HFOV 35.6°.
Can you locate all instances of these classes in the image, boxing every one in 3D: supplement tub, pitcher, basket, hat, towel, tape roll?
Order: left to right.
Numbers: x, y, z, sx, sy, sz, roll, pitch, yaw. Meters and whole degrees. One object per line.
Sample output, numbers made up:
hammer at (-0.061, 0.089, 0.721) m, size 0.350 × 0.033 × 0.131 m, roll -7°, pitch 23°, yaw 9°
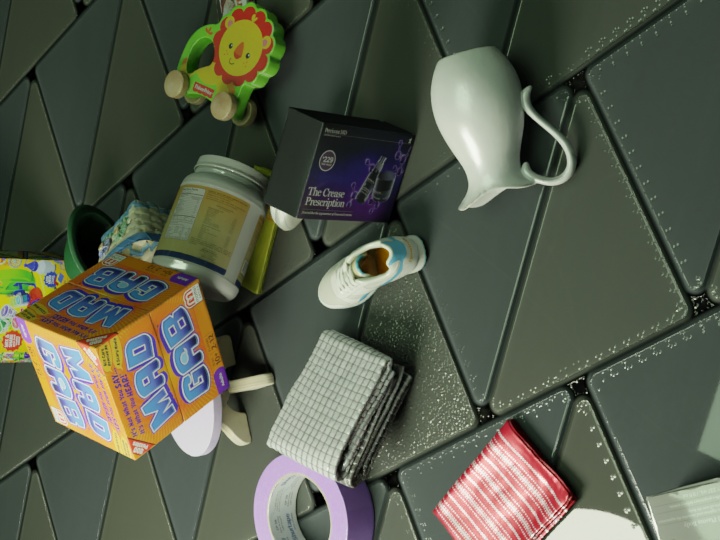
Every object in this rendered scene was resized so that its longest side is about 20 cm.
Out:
hat at (-0.529, -0.007, 2.039) m, size 0.175 × 0.200 × 0.166 m, roll -18°, pitch 48°, yaw 22°
basket at (-0.376, -0.003, 1.942) m, size 0.176 × 0.139 × 0.201 m, roll -42°, pitch 54°, yaw 32°
supplement tub at (-0.231, -0.066, 1.764) m, size 0.144 × 0.144 × 0.201 m, roll 6°, pitch 70°, yaw 41°
towel at (-0.168, -0.068, 1.845) m, size 0.086 × 0.018 × 0.201 m, roll 27°, pitch 108°, yaw 42°
tape roll at (-0.074, 0.378, 1.731) m, size 0.200 × 0.066 × 0.201 m, roll 0°, pitch 90°, yaw 40°
towel at (-0.029, 0.202, 1.651) m, size 0.165 × 0.085 × 0.201 m, roll 18°, pitch 78°, yaw 47°
towel at (0.192, 0.318, 1.529) m, size 0.145 × 0.022 × 0.200 m, roll 51°, pitch 121°, yaw 29°
pitcher at (0.187, -0.195, 1.485) m, size 0.171 × 0.121 × 0.201 m, roll -13°, pitch 92°, yaw 20°

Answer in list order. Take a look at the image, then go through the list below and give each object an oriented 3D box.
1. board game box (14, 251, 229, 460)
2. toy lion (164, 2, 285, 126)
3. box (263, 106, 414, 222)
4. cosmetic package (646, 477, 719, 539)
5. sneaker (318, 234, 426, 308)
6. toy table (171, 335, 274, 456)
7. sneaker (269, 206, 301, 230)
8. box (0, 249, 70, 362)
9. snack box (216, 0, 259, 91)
board game box at (-0.353, 0.122, 1.685) m, size 0.199 × 0.200 × 0.201 m, roll 15°, pitch 129°, yaw 39°
toy lion at (-0.212, -0.345, 1.826) m, size 0.200 × 0.069 × 0.192 m, roll 27°, pitch 100°, yaw 36°
box at (-0.028, -0.147, 1.601) m, size 0.079 × 0.200 × 0.142 m, roll 25°, pitch 107°, yaw 38°
cosmetic package at (0.417, 0.344, 1.293) m, size 0.107 × 0.090 × 0.201 m, roll -25°, pitch 71°, yaw 35°
sneaker at (0.000, 0.000, 1.657) m, size 0.200 × 0.081 × 0.077 m, roll -31°, pitch 72°, yaw 38°
toy table at (-0.244, 0.197, 1.844) m, size 0.183 × 0.117 × 0.201 m, roll -6°, pitch 87°, yaw 40°
sneaker at (-0.066, -0.132, 1.721) m, size 0.092 × 0.076 × 0.200 m, roll 45°, pitch 119°, yaw 26°
box at (-0.674, 0.067, 2.154) m, size 0.122 × 0.192 × 0.201 m, roll 14°, pitch 100°, yaw 51°
snack box at (-0.201, -0.394, 1.866) m, size 0.072 × 0.024 × 0.201 m, roll -12°, pitch 82°, yaw 39°
